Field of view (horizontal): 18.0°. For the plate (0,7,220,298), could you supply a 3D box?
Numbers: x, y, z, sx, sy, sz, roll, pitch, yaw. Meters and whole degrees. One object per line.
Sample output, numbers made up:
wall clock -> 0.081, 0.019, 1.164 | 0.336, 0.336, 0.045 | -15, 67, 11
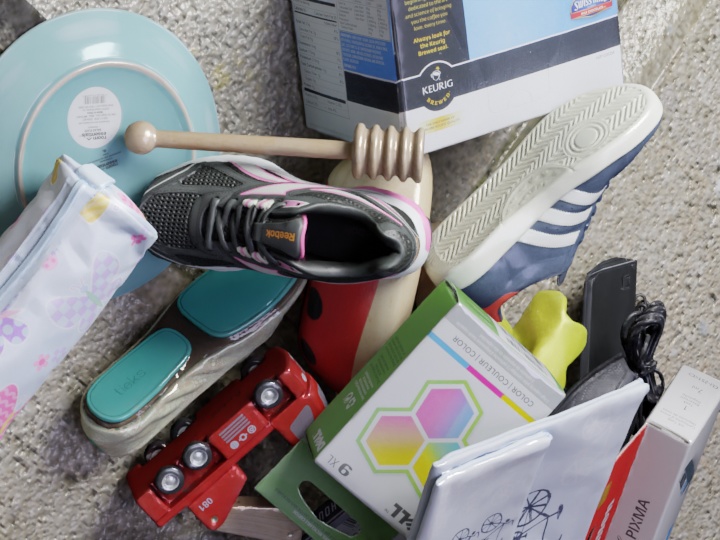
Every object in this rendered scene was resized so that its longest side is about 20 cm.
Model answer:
plate -> -0.173, -0.074, 1.518 | 0.199, 0.026, 0.202 | -10, 108, -33

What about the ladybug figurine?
ladybug figurine -> 0.000, 0.000, 1.606 | 0.071, 0.136, 0.202 | 9, 106, -7

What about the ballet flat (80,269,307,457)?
ballet flat -> -0.115, 0.054, 1.581 | 0.200, 0.067, 0.063 | -38, 150, -19

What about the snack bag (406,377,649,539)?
snack bag -> 0.105, 0.172, 1.562 | 0.199, 0.021, 0.189 | -18, 139, -35

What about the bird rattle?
bird rattle -> 0.072, 0.046, 1.660 | 0.200, 0.112, 0.164 | -15, 84, -61

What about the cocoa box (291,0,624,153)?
cocoa box -> 0.067, -0.175, 1.598 | 0.199, 0.133, 0.132 | -19, 113, -30

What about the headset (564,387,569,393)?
headset -> 0.122, 0.155, 1.747 | 0.199, 0.094, 0.125 | -6, 105, -47

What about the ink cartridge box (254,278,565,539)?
ink cartridge box -> 0.032, 0.117, 1.540 | 0.104, 0.059, 0.200 | 41, 97, -17

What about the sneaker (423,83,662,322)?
sneaker -> 0.138, -0.044, 1.581 | 0.200, 0.075, 0.085 | -40, 127, 6

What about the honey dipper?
honey dipper -> -0.057, -0.084, 1.501 | 0.198, 0.038, 0.038 | 5, 101, 1

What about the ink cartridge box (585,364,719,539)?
ink cartridge box -> 0.210, 0.197, 1.763 | 0.176, 0.044, 0.201 | -44, 155, -51

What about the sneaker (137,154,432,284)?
sneaker -> -0.053, -0.032, 1.496 | 0.198, 0.086, 0.081 | 2, 98, 5

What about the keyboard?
keyboard -> 0.203, 0.089, 1.815 | 0.127, 0.020, 0.202 | -13, 108, -53

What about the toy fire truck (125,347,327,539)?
toy fire truck -> -0.087, 0.165, 1.595 | 0.200, 0.049, 0.141 | -41, 116, 0

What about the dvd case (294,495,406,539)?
dvd case -> 0.029, 0.225, 1.677 | 0.199, 0.025, 0.150 | 26, 127, -34

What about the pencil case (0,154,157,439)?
pencil case -> -0.219, 0.022, 1.451 | 0.200, 0.083, 0.091 | -50, 146, -3

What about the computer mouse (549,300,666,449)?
computer mouse -> 0.169, 0.122, 1.712 | 0.200, 0.052, 0.139 | -52, 153, -39
